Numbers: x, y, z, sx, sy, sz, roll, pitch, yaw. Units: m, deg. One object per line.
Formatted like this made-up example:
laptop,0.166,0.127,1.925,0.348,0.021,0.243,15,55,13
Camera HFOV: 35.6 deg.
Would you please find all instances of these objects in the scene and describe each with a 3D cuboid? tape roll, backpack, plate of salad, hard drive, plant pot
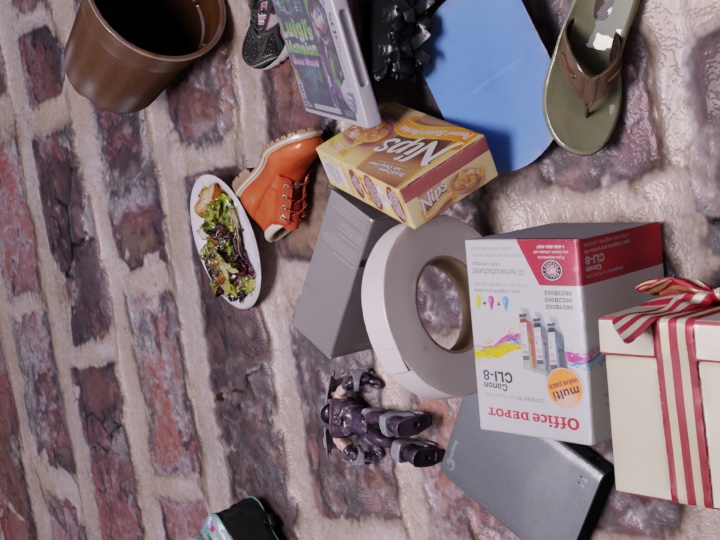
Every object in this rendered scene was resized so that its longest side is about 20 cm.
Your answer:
tape roll,0.087,0.040,1.216,0.037,0.202,0.204,-16,86,48
backpack,-0.195,0.460,1.650,0.176,0.153,0.200,52,138,20
plate of salad,-0.202,-0.037,1.604,0.200,0.048,0.201,33,133,44
hard drive,0.184,0.226,1.274,0.200,0.033,0.140,36,123,37
plant pot,-0.322,-0.336,1.591,0.198,0.200,0.201,-36,71,52

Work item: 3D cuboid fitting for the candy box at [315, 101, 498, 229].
candy box,0.047,-0.122,1.249,0.200,0.115,0.055,34,153,55

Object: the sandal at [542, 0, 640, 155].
sandal,0.224,-0.212,1.102,0.080,0.057,0.202,12,108,12

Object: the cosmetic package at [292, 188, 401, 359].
cosmetic package,0.000,0.000,1.373,0.090,0.107,0.201,37,125,37

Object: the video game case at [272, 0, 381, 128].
video game case,-0.047,-0.262,1.303,0.200,0.023,0.182,30,140,63

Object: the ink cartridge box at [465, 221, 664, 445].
ink cartridge box,0.210,0.058,1.128,0.145,0.144,0.201,1,100,47

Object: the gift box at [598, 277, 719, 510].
gift box,0.323,0.099,0.981,0.184,0.200,0.188,-1,96,42

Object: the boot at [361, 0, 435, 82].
boot,0.024,-0.303,1.276,0.198,0.073,0.163,-142,52,-63

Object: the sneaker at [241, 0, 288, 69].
sneaker,-0.117,-0.347,1.442,0.080,0.086,0.200,54,133,27

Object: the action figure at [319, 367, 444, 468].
action figure,0.013,0.197,1.432,0.200,0.069,0.131,12,114,49

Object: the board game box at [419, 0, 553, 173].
board game box,0.151,-0.209,1.218,0.158,0.039,0.201,-31,82,45

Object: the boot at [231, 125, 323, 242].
boot,-0.092,-0.114,1.480,0.200,0.075,0.108,-41,71,53
